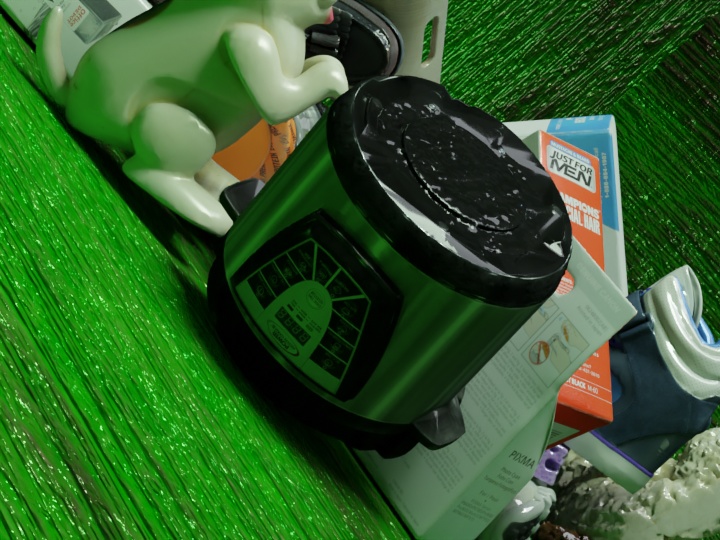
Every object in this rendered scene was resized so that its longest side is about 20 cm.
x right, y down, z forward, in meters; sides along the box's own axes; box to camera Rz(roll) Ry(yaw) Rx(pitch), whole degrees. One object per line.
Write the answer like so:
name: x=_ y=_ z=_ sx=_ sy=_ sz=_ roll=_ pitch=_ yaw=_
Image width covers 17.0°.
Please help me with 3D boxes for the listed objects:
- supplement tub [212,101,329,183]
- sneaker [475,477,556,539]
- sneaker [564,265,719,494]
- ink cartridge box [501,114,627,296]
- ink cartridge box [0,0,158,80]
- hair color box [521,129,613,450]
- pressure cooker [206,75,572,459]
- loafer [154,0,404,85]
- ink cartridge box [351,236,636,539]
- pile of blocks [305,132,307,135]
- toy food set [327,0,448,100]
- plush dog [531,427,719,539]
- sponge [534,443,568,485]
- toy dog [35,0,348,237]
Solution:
supplement tub: x=-0.075 y=-0.083 z=1.754 sx=0.123 sy=0.123 sz=0.200 roll=49 pitch=4 yaw=12
sneaker: x=0.084 y=0.158 z=1.656 sx=0.081 sy=0.075 sz=0.200 roll=35 pitch=2 yaw=-1
sneaker: x=0.166 y=0.043 z=1.659 sx=0.200 sy=0.146 sz=0.081 roll=41 pitch=5 yaw=30
ink cartridge box: x=0.089 y=-0.032 z=1.748 sx=0.084 sy=0.200 sz=0.145 roll=-59 pitch=144 yaw=-76
ink cartridge box: x=-0.210 y=-0.204 z=1.748 sx=0.200 sy=0.085 sz=0.146 roll=50 pitch=5 yaw=-4
hair color box: x=0.104 y=0.021 z=1.593 sx=0.064 sy=0.111 sz=0.200 roll=22 pitch=55 yaw=-36
pressure cooker: x=0.009 y=0.007 z=1.438 sx=0.179 sy=0.200 sz=0.176 roll=23 pitch=38 yaw=-26
loafer: x=-0.069 y=-0.176 z=1.691 sx=0.200 sy=0.072 sz=0.063 roll=24 pitch=23 yaw=13
ink cartridge box: x=0.076 y=0.057 z=1.525 sx=0.047 sy=0.200 sz=0.160 roll=32 pitch=16 yaw=-46
pile of blocks: x=-0.026 y=-0.065 z=1.613 sx=0.200 sy=0.062 sz=0.082 roll=-48 pitch=129 yaw=-78
toy food set: x=-0.033 y=-0.203 z=1.755 sx=0.200 sy=0.060 sz=0.144 roll=22 pitch=-37 yaw=14
plush dog: x=0.177 y=0.194 z=1.757 sx=0.160 sy=0.200 sz=0.172 roll=10 pitch=5 yaw=-15
sponge: x=0.049 y=0.087 z=1.675 sx=0.200 sy=0.030 sz=0.112 roll=26 pitch=3 yaw=1
toy dog: x=-0.091 y=-0.153 z=1.569 sx=0.194 sy=0.200 sz=0.140 roll=36 pitch=11 yaw=5
